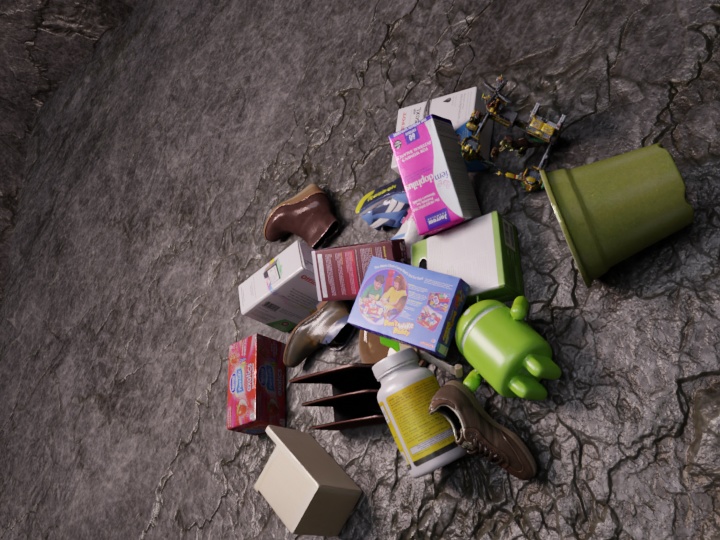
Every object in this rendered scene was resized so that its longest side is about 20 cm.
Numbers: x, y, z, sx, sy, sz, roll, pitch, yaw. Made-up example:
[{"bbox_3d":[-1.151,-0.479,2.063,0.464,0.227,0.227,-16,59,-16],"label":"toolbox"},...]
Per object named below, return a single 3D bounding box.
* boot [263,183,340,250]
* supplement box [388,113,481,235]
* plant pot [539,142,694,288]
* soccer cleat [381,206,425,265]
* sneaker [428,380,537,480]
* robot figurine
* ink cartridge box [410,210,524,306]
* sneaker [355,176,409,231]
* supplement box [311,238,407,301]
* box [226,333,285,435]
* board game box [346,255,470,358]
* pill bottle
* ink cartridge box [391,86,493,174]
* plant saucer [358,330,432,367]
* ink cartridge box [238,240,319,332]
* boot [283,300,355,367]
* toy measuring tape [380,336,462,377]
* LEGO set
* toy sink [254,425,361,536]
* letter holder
[{"bbox_3d":[-0.147,-0.104,1.584,0.200,0.072,0.167,-42,46,15],"label":"boot"},{"bbox_3d":[0.143,-0.178,1.248,0.100,0.103,0.203,-21,83,30],"label":"supplement box"},{"bbox_3d":[0.403,-0.100,1.021,0.182,0.200,0.203,-22,56,19],"label":"plant pot"},{"bbox_3d":[0.106,-0.060,1.350,0.200,0.069,0.087,-48,62,18],"label":"soccer cleat"},{"bbox_3d":[0.191,0.274,1.060,0.200,0.075,0.071,44,146,18],"label":"sneaker"},{"bbox_3d":[0.238,0.130,1.099,0.200,0.114,0.177,47,117,44],"label":"robot figurine"},{"bbox_3d":[0.194,-0.004,1.230,0.198,0.075,0.150,-20,59,36],"label":"ink cartridge box"},{"bbox_3d":[0.086,-0.145,1.392,0.198,0.083,0.074,-20,30,34],"label":"sneaker"},{"bbox_3d":[0.000,0.000,1.338,0.197,0.061,0.111,-5,95,34],"label":"supplement box"},{"bbox_3d":[-0.235,0.259,1.484,0.099,0.095,0.203,-23,57,33],"label":"box"},{"bbox_3d":[0.084,0.062,1.185,0.198,0.045,0.137,15,79,38],"label":"board game box"},{"bbox_3d":[0.098,0.243,1.138,0.112,0.112,0.203,-33,73,26],"label":"pill bottle"},{"bbox_3d":[0.170,-0.278,1.368,0.198,0.084,0.147,-6,68,40],"label":"ink cartridge box"},{"bbox_3d":[0.068,0.128,1.317,0.198,0.029,0.204,-20,58,35],"label":"plant saucer"},{"bbox_3d":[-0.154,0.040,1.475,0.199,0.144,0.085,-35,49,25],"label":"ink cartridge box"},{"bbox_3d":[-0.089,0.148,1.417,0.201,0.074,0.097,-53,43,7],"label":"boot"},{"bbox_3d":[0.117,0.134,1.210,0.198,0.073,0.075,21,85,35],"label":"toy measuring tape"},{"bbox_3d":[0.277,-0.244,1.188,0.199,0.116,0.155,37,88,13],"label":"LEGO set"},{"bbox_3d":[-0.118,0.413,1.285,0.199,0.130,0.113,34,95,44],"label":"toy sink"},{"bbox_3d":[-0.030,0.243,1.249,0.198,0.141,0.103,-21,66,42],"label":"letter holder"}]
